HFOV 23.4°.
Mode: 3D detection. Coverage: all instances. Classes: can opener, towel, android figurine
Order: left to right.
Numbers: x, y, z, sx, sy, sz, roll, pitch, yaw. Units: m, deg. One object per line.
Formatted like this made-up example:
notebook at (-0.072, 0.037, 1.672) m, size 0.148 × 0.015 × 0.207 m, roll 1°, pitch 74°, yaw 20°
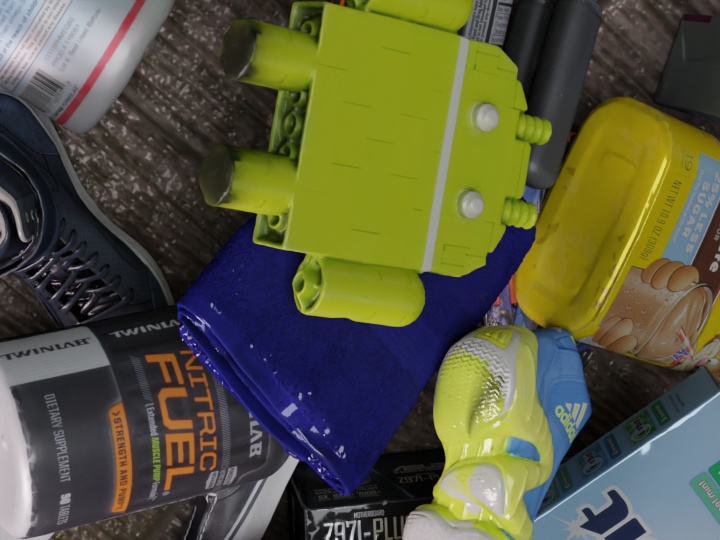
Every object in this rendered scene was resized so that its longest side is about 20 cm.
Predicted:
towel at (0.000, 0.000, 0.935) m, size 0.200 × 0.049 × 0.148 m, roll -51°, pitch 120°, yaw -22°
android figurine at (0.016, -0.063, 0.883) m, size 0.199 × 0.041 × 0.183 m, roll 11°, pitch 91°, yaw -35°
can opener at (0.124, -0.136, 1.025) m, size 0.067 × 0.053 × 0.201 m, roll 32°, pitch 70°, yaw -47°

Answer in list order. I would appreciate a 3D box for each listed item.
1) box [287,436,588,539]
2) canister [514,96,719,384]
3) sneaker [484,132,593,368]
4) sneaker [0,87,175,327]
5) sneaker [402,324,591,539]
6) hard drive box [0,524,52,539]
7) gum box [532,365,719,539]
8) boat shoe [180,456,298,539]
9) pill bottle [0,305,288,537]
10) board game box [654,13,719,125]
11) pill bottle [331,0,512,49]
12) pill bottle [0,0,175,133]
box at (0.058, 0.204, 1.109) m, size 0.199 × 0.086 × 0.165 m, roll -5°, pitch 104°, yaw -8°
canister at (0.199, -0.009, 1.041) m, size 0.199 × 0.086 × 0.149 m, roll 17°, pitch 102°, yaw -41°
sneaker at (0.103, 0.002, 1.083) m, size 0.075 × 0.078 × 0.201 m, roll -12°, pitch 117°, yaw -39°
sneaker at (-0.180, 0.001, 0.989) m, size 0.077 × 0.146 × 0.203 m, roll -31°, pitch 105°, yaw 13°
sneaker at (0.087, 0.120, 0.977) m, size 0.105 × 0.076 × 0.201 m, roll -17°, pitch 127°, yaw -43°
hard drive box at (-0.292, 0.154, 1.046) m, size 0.156 × 0.077 × 0.200 m, roll 40°, pitch 93°, yaw -16°
gum box at (0.174, 0.183, 1.043) m, size 0.200 × 0.045 × 0.170 m, roll -36°, pitch 106°, yaw 8°
boat shoe at (-0.078, 0.114, 1.074) m, size 0.068 × 0.072 × 0.201 m, roll 28°, pitch 94°, yaw -16°
pill bottle at (-0.108, 0.074, 0.965) m, size 0.199 × 0.106 × 0.107 m, roll -12°, pitch 105°, yaw -26°
board game box at (0.299, -0.094, 1.051) m, size 0.199 × 0.148 × 0.065 m, roll 18°, pitch 97°, yaw -13°
pill bottle at (0.035, -0.157, 1.014) m, size 0.105 × 0.106 × 0.201 m, roll 10°, pitch 100°, yaw -11°
pill bottle at (-0.210, -0.172, 0.968) m, size 0.199 × 0.109 × 0.109 m, roll 33°, pitch 96°, yaw -15°
